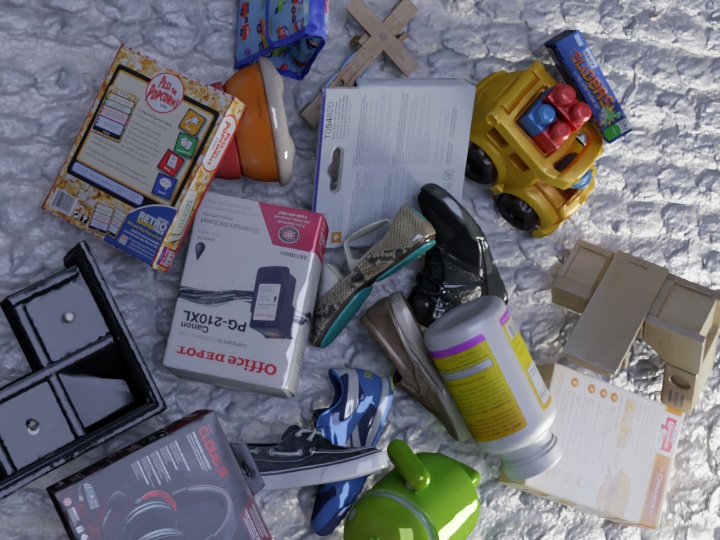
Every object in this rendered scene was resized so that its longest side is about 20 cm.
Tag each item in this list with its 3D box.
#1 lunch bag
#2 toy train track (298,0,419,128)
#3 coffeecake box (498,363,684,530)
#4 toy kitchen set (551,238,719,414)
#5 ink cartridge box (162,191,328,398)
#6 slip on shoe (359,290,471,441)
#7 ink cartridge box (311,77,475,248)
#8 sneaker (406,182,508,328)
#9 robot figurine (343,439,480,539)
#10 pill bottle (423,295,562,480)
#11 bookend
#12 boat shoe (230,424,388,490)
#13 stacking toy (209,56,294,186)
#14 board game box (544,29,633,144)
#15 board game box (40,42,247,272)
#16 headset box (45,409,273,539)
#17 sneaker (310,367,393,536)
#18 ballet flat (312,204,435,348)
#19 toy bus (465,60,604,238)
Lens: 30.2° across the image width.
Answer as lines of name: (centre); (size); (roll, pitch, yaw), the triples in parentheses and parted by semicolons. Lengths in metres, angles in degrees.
lunch bag: (-0.069, -0.317, 1.503); (0.093, 0.200, 0.152); (6, 82, -21)
toy train track: (-0.005, -0.253, 1.617); (0.115, 0.032, 0.200); (45, 76, -19)
coffeecake box: (0.289, 0.220, 1.661); (0.198, 0.073, 0.155); (21, 77, -19)
toy kitchen set: (0.331, 0.102, 1.685); (0.199, 0.181, 0.164); (23, 61, 23)
ink cartridge box: (-0.126, 0.029, 1.483); (0.143, 0.084, 0.202); (10, 80, 5)
slip on shoe: (0.067, 0.122, 1.582); (0.060, 0.076, 0.201); (-28, 109, 3)
ink cartridge box: (0.031, -0.126, 1.567); (0.198, 0.041, 0.202); (-3, 113, -24)
sneaker: (0.097, -0.003, 1.581); (0.114, 0.076, 0.200); (-37, 128, -15)
robot figurine: (0.059, 0.284, 1.513); (0.200, 0.115, 0.177); (-33, 139, -49)
pill bottle: (0.159, 0.138, 1.537); (0.104, 0.104, 0.201); (-31, 100, -22)
bookend: (-0.340, 0.104, 1.408); (0.197, 0.092, 0.202); (-27, 94, -22)
boat shoe: (-0.065, 0.204, 1.476); (0.072, 0.198, 0.069); (9, 72, -63)
stacking toy: (-0.178, -0.154, 1.501); (0.198, 0.146, 0.148); (-10, 88, -5)
board game box: (0.278, -0.230, 1.642); (0.034, 0.200, 0.136); (-29, 97, 9)
board game box: (-0.233, -0.122, 1.437); (0.150, 0.046, 0.201); (27, 90, 16)
headset box: (-0.193, 0.241, 1.344); (0.199, 0.075, 0.150); (-25, 94, -20)
sneaker: (-0.028, 0.205, 1.539); (0.082, 0.074, 0.202); (23, 72, -12)
ballet flat: (0.000, 0.000, 1.548); (0.200, 0.068, 0.075); (-44, 79, 16)
toy bus: (0.226, -0.152, 1.612); (0.200, 0.192, 0.136); (47, 69, -12)
